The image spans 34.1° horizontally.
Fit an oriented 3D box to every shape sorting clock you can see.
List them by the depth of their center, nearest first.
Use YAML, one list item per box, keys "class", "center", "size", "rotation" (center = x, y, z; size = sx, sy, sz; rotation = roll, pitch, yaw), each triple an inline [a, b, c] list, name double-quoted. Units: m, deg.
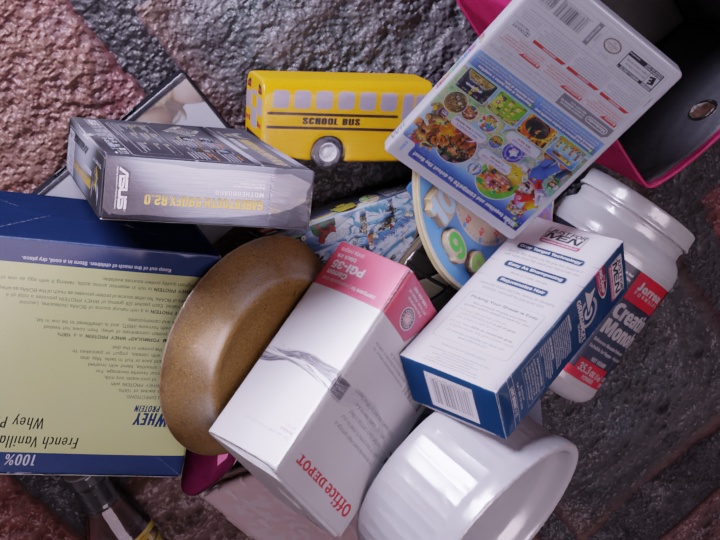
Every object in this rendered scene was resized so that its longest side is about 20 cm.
- class: "shape sorting clock"
  center: [0.117, -0.075, 1.061]
  size: [0.200, 0.039, 0.201]
  rotation: [1, 88, -43]

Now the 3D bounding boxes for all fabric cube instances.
- class: "fabric cube"
  center: [0.233, -0.224, 1.045]
  size: [0.196, 0.199, 0.200]
  rotation: [-40, 118, -3]

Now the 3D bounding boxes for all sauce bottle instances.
- class: "sauce bottle"
  center: [-0.224, 0.266, 1.130]
  size: [0.066, 0.066, 0.200]
  rotation: [-29, 118, -9]

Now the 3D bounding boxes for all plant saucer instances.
- class: "plant saucer"
  center: [-0.082, 0.071, 0.991]
  size: [0.200, 0.035, 0.201]
  rotation: [-30, 132, -40]

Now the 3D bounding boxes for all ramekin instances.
- class: "ramekin"
  center: [0.090, 0.201, 1.029]
  size: [0.200, 0.098, 0.201]
  rotation: [-36, 150, -25]

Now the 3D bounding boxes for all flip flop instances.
- class: "flip flop"
  center: [0.087, -0.039, 1.098]
  size: [0.081, 0.057, 0.200]
  rotation: [50, 58, -31]

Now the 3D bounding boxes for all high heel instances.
- class: "high heel"
  center: [-0.140, 0.111, 1.103]
  size: [0.096, 0.067, 0.200]
  rotation: [31, 83, -35]

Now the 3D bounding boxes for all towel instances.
- class: "towel"
  center: [-0.029, 0.242, 1.162]
  size: [0.191, 0.032, 0.200]
  rotation: [-26, 122, 31]

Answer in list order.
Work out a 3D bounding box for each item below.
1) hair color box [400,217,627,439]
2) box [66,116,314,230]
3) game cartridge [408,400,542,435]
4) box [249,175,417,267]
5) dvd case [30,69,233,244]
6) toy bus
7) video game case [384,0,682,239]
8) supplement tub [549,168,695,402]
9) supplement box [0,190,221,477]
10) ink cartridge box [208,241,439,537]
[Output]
- class: "hair color box"
  center: [0.135, 0.043, 1.000]
  size: [0.200, 0.100, 0.061]
  rotation: [-45, 136, -30]
- class: "box"
  center: [-0.143, -0.080, 0.936]
  size: [0.158, 0.200, 0.048]
  rotation: [3, 104, -23]
- class: "game cartridge"
  center: [0.074, 0.145, 1.125]
  size: [0.199, 0.041, 0.134]
  rotation: [-6, 126, 5]
- class: "box"
  center: [0.000, 0.000, 1.106]
  size: [0.200, 0.040, 0.137]
  rotation: [-20, 115, -28]
- class: "dvd case"
  center: [-0.191, -0.062, 1.047]
  size: [0.200, 0.018, 0.143]
  rotation: [-40, 119, -2]
- class: "toy bus"
  center: [-0.001, -0.137, 1.065]
  size: [0.199, 0.065, 0.079]
  rotation: [-2, 108, -19]
- class: "video game case"
  center: [0.136, -0.130, 0.945]
  size: [0.143, 0.018, 0.200]
  rotation: [33, 119, -20]
- class: "supplement tub"
  center: [0.222, 0.016, 1.162]
  size: [0.140, 0.140, 0.200]
  rotation: [32, 96, -27]
- class: "supplement box"
  center: [-0.242, 0.053, 0.982]
  size: [0.199, 0.134, 0.200]
  rotation: [5, 107, -23]
- class: "ink cartridge box"
  center: [-0.017, 0.101, 0.989]
  size: [0.200, 0.083, 0.147]
  rotation: [-55, 144, -17]
